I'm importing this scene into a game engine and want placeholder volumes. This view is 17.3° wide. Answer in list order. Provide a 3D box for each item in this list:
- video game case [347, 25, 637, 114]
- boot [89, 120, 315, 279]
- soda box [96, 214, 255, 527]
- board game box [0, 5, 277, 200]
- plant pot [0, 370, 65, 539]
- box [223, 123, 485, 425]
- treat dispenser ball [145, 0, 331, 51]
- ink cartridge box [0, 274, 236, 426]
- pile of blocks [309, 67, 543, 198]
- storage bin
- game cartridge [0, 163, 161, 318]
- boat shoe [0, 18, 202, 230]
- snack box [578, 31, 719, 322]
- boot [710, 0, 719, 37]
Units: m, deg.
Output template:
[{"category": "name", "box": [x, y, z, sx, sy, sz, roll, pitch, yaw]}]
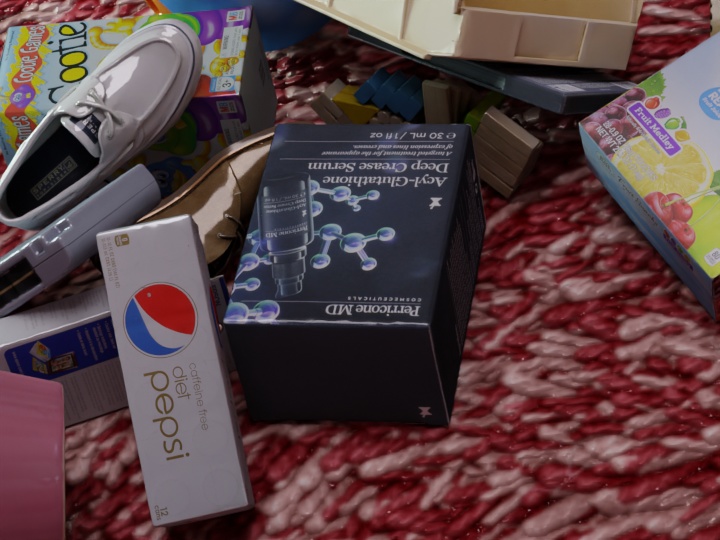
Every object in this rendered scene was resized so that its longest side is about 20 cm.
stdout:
[{"category": "video game case", "box": [0.109, -0.159, 1.809, 0.199, 0.019, 0.142, 22, 17, 32]}, {"category": "boot", "box": [-0.102, -0.037, 1.770, 0.199, 0.074, 0.076, -33, 57, -7]}, {"category": "soda box", "box": [-0.124, 0.068, 1.592, 0.068, 0.064, 0.202, -12, 84, 0]}, {"category": "board game box", "box": [-0.175, -0.127, 1.842, 0.198, 0.105, 0.104, -4, 47, 10]}, {"category": "plant pot", "box": [-0.285, 0.139, 1.564, 0.177, 0.201, 0.201, -1, 44, -9]}, {"category": "box", "box": [0.000, 0.000, 1.675, 0.147, 0.108, 0.201, 0, 47, 13]}, {"category": "treat dispenser ball", "box": [-0.092, -0.275, 1.898, 0.199, 0.202, 0.202, -7, 45, 7]}, {"category": "ink cartridge box", "box": [-0.184, 0.058, 1.670, 0.198, 0.095, 0.037, -16, 44, -3]}, {"category": "pile of blocks", "box": [0.059, -0.125, 1.800, 0.199, 0.083, 0.062, 19, 43, 27]}, {"category": "storage bin", "box": [0.082, -0.221, 1.793, 0.199, 0.094, 0.198, 0, 20, -42]}, {"category": "game cartridge", "box": [-0.233, -0.006, 1.698, 0.199, 0.041, 0.133, -30, 12, 40]}, {"category": "boat shoe", "box": [-0.193, -0.103, 1.742, 0.073, 0.065, 0.200, 41, 101, 3]}, {"category": "snack box", "box": [0.284, -0.088, 1.685, 0.199, 0.068, 0.169, -33, 58, -8]}, {"category": "boot", "box": [0.366, -0.178, 1.795, 0.198, 0.066, 0.176, -2, 58, 13]}]
